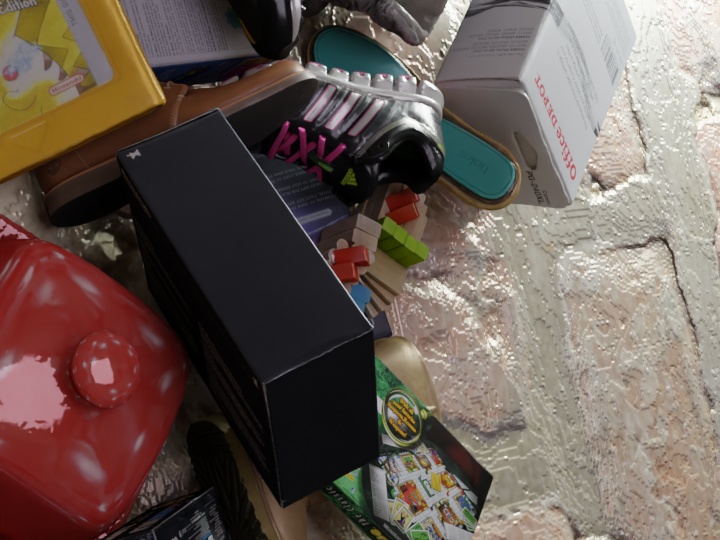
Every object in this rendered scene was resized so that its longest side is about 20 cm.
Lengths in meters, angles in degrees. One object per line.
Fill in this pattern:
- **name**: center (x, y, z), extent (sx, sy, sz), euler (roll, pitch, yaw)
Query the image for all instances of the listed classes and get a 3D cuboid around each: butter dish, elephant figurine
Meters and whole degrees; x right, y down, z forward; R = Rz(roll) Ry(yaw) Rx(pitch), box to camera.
- **butter dish**: center (-0.181, 0.070, 0.921), extent (0.200, 0.147, 0.201), euler (39, 56, -23)
- **elephant figurine**: center (0.006, -0.235, 1.157), extent (0.156, 0.141, 0.200), euler (53, 50, -18)

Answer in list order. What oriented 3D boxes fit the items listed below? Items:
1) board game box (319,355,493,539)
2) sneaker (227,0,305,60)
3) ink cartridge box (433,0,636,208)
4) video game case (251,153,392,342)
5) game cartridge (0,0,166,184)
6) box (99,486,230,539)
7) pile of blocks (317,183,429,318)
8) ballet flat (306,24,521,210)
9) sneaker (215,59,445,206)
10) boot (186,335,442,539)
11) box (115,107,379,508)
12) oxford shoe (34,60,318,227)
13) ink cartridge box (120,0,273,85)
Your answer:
- **board game box**: center (0.012, 0.125, 1.067), extent (0.200, 0.023, 0.105), euler (47, 51, -24)
- **sneaker**: center (-0.106, -0.230, 1.033), extent (0.089, 0.070, 0.202), euler (-17, 87, -25)
- **ink cartridge box**: center (0.147, -0.172, 1.267), extent (0.146, 0.083, 0.201), euler (60, 45, -43)
- **video game case**: center (-0.063, -0.026, 1.130), extent (0.142, 0.019, 0.202), euler (-19, 90, -40)
- **game cartridge**: center (-0.241, -0.157, 0.959), extent (0.175, 0.032, 0.202), euler (-27, 95, -9)
- **box**: center (-0.101, 0.222, 0.925), extent (0.046, 0.200, 0.161), euler (-17, 88, 3)
- **pile of blocks**: center (0.000, 0.000, 1.121), extent (0.200, 0.062, 0.082), euler (-44, 105, -37)
- **ballet flat**: center (0.037, -0.111, 1.203), extent (0.200, 0.063, 0.069), euler (41, 84, 4)
- **sneaker**: center (-0.021, -0.092, 1.097), extent (0.198, 0.074, 0.088), euler (0, 59, -27)
- **boot**: center (-0.014, 0.153, 1.088), extent (0.199, 0.066, 0.177), euler (-17, 94, -44)
- **box**: center (-0.069, 0.022, 0.956), extent (0.078, 0.142, 0.201), euler (-27, 56, -14)
- **oxford shoe**: center (-0.125, -0.102, 1.019), extent (0.198, 0.071, 0.072), euler (-23, 74, -5)
- **ink cartridge box**: center (-0.163, -0.194, 1.059), extent (0.199, 0.076, 0.138), euler (-13, 85, -42)
